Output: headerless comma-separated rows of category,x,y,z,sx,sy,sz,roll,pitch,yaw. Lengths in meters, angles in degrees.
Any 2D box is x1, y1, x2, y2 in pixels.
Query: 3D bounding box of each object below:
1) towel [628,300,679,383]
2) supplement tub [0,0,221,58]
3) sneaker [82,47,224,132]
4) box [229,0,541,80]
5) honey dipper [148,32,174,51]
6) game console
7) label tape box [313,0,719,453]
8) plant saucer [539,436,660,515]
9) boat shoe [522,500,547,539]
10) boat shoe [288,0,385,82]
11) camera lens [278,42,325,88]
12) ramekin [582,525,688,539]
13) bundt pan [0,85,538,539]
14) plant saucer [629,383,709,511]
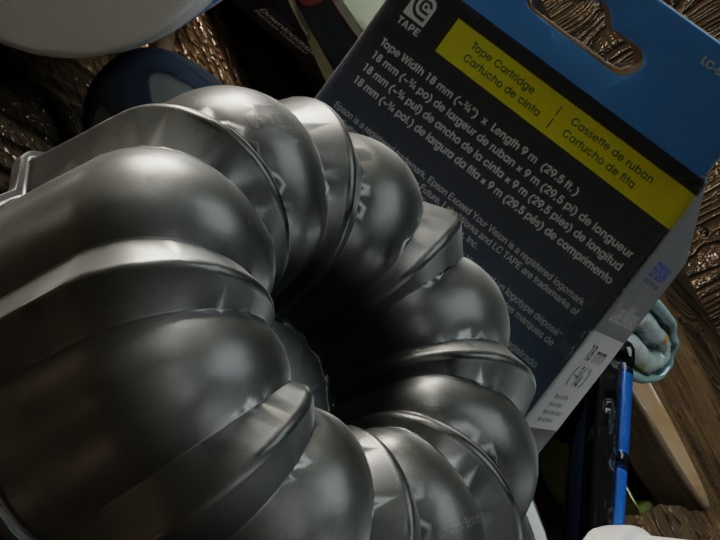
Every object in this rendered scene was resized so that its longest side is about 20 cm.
towel,0.068,-0.009,0.917,0.171,0.048,0.200,23,-10,35
supplement tub,-0.092,-0.161,0.670,0.132,0.131,0.200,57,15,-11
sneaker,-0.055,-0.001,0.601,0.201,0.070,0.082,62,13,18
box,0.010,-0.162,0.865,0.200,0.036,0.144,38,65,-34
honey dipper,-0.092,-0.130,0.805,0.038,0.038,0.201,51,18,-32
game console,0.072,0.085,0.869,0.200,0.117,0.172,78,17,-73
label tape box,0.045,-0.023,0.643,0.144,0.200,0.063,40,8,21
plant saucer,0.123,0.074,1.103,0.201,0.048,0.200,63,10,11
boat shoe,0.041,0.093,0.703,0.070,0.071,0.201,16,55,-68
boat shoe,0.024,-0.074,0.780,0.201,0.071,0.063,62,-26,-1
camera lens,-0.004,-0.203,1.004,0.200,0.159,0.161,41,23,-52
ramekin,0.146,0.204,0.688,0.202,0.094,0.204,-5,90,-68
bundt pan,-0.020,0.031,0.508,0.201,0.076,0.203,29,46,-34
plant saucer,0.173,0.074,1.130,0.201,0.029,0.200,57,11,-18
